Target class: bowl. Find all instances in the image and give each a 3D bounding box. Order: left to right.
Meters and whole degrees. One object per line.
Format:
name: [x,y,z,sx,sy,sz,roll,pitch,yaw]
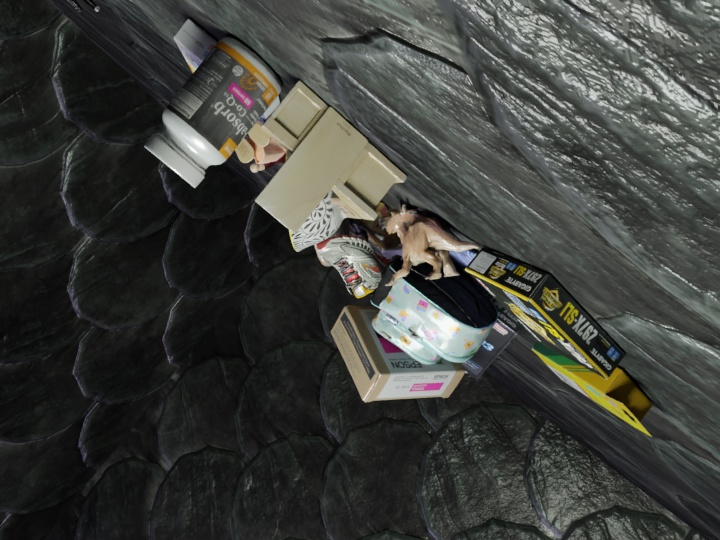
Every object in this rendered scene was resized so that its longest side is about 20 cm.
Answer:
bowl: [-0.064,-0.134,1.295,0.093,0.203,0.201,-1,172,4]

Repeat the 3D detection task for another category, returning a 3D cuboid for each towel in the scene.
towel: [0.199,0.007,1.254,0.145,0.024,0.200,42,175,-30]

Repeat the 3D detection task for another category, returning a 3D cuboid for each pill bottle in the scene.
pill bottle: [-0.216,-0.228,1.125,0.116,0.201,0.116,38,177,2]

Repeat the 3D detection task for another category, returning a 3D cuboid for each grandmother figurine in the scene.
grandmother figurine: [-0.144,-0.210,1.341,0.061,0.121,0.200,63,-157,6]

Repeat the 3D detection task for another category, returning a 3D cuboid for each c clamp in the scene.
c clamp: [0.005,-0.036,1.484,0.171,0.027,0.201,40,161,38]

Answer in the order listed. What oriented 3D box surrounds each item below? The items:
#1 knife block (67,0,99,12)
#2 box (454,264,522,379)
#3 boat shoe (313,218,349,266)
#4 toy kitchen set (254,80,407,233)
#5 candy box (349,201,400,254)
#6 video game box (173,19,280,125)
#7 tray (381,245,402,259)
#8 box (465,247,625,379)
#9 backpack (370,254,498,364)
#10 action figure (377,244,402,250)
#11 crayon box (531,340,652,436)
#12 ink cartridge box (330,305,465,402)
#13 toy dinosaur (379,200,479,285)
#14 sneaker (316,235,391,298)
knife block: [-0.504,-0.547,1.333,0.064,0.173,0.203,67,-164,-81]
box: [0.191,0.095,1.486,0.199,0.050,0.199,38,146,8]
boat shoe: [-0.068,-0.107,1.437,0.075,0.203,0.072,-4,174,-19]
toy kitchen set: [-0.074,-0.136,1.128,0.200,0.164,0.180,40,176,-13]
candy box: [-0.011,-0.121,1.506,0.199,0.055,0.115,37,174,38]
video game box: [-0.214,-0.314,1.289,0.182,0.047,0.200,41,176,0]
tray: [0.132,-0.003,1.511,0.106,0.022,0.200,-8,148,30]
box: [0.260,0.059,1.092,0.200,0.050,0.159,41,174,-28]
backpack: [0.130,0.072,1.330,0.199,0.155,0.175,30,-158,17]
action figure: [0.102,0.011,1.609,0.147,0.135,0.201,8,152,-5]
crayon box: [0.387,0.179,1.255,0.127,0.051,0.200,42,176,-38]
ink cartridge box: [0.068,0.148,1.396,0.198,0.076,0.165,4,-140,-35]
toy dinosaur: [0.094,-0.053,1.206,0.085,0.137,0.199,-6,177,-31]
sneaker: [0.000,0.000,1.368,0.077,0.083,0.199,-14,145,43]
